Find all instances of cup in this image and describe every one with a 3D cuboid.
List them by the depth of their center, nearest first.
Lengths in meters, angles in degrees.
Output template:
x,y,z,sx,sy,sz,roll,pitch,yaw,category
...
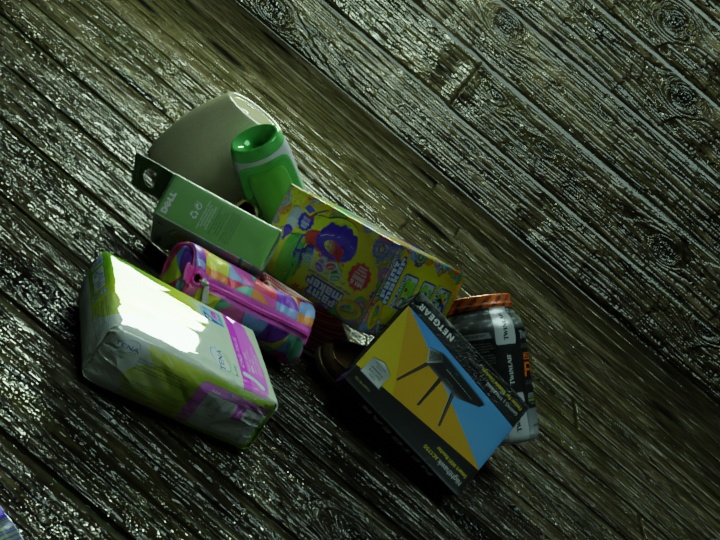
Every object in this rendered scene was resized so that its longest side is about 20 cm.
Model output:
x,y,z,sx,sy,sz,roll,pitch,yaw,category
-0.198,-0.182,1.594,0.199,0.144,0.201,37,15,-11,cup

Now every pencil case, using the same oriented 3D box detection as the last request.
x,y,z,sx,sy,sz,roll,pitch,yaw,category
-0.144,0.039,1.224,0.199,0.089,0.089,28,19,-36,pencil case

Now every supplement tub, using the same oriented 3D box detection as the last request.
x,y,z,sx,sy,sz,roll,pitch,yaw,category
0.174,0.138,1.449,0.122,0.121,0.204,5,76,-64,supplement tub

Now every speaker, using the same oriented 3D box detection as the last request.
x,y,z,sx,sy,sz,roll,pitch,yaw,category
-0.120,-0.107,1.524,0.089,0.087,0.202,-118,-174,-55,speaker

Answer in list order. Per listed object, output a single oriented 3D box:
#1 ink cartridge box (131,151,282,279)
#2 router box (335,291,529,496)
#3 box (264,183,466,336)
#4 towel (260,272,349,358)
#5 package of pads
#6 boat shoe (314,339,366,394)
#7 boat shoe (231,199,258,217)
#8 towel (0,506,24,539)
x,y,z,sx,sy,sz,roll,pitch,yaw,category
-0.200,-0.054,1.277,0.198,0.060,0.104,29,-21,-5,ink cartridge box
0.089,0.152,1.290,0.200,0.149,0.051,45,-20,-4,router box
0.000,0.000,1.403,0.199,0.123,0.192,30,5,33,box
-0.072,0.061,1.443,0.144,0.023,0.201,31,18,-28,towel
-0.183,0.082,1.041,0.199,0.068,0.155,30,17,-29,package of pads
0.030,0.127,1.354,0.199,0.068,0.073,25,44,-40,boat shoe
-0.172,-0.044,1.412,0.072,0.068,0.201,34,17,-20,boat shoe
-0.305,0.138,0.684,0.200,0.023,0.143,47,16,24,towel
